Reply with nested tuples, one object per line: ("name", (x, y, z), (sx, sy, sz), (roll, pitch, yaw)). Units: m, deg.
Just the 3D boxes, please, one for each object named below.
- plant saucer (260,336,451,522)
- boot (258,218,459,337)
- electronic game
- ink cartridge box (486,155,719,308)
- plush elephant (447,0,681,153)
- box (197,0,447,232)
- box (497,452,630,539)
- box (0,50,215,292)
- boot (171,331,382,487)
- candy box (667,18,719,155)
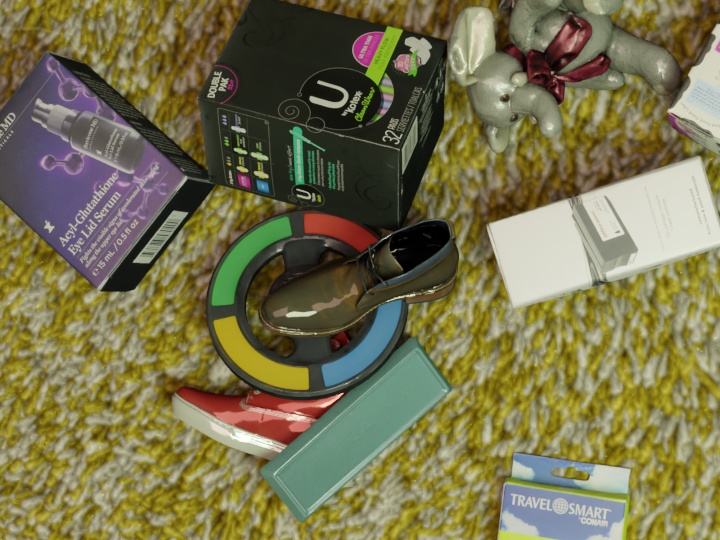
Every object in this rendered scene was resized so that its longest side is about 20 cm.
("plant saucer", (-0.001, 0.154, 1.523), (0.200, 0.019, 0.070), (-40, 106, -10))
("boot", (0.000, 0.000, 1.474), (0.198, 0.097, 0.075), (-17, 66, -13))
("electronic game", (-0.052, 0.031, 1.534), (0.198, 0.042, 0.202), (-2, 63, 4))
("ink cartridge box", (0.228, -0.033, 1.456), (0.198, 0.145, 0.085), (-17, 86, 12))
("plush elephant", (0.164, -0.189, 1.469), (0.199, 0.165, 0.156), (27, 81, 39))
("box", (-0.034, -0.149, 1.495), (0.198, 0.125, 0.149), (15, 55, 13))
("box", (0.188, 0.284, 1.511), (0.121, 0.048, 0.202), (7, 92, 12))
("box", (-0.270, -0.098, 1.586), (0.200, 0.104, 0.148), (40, 98, 9))
("boot", (-0.078, 0.113, 1.561), (0.198, 0.072, 0.146), (18, 93, 4))
("candy box", (0.353, -0.209, 1.436), (0.061, 0.136, 0.201), (29, 95, 12))
